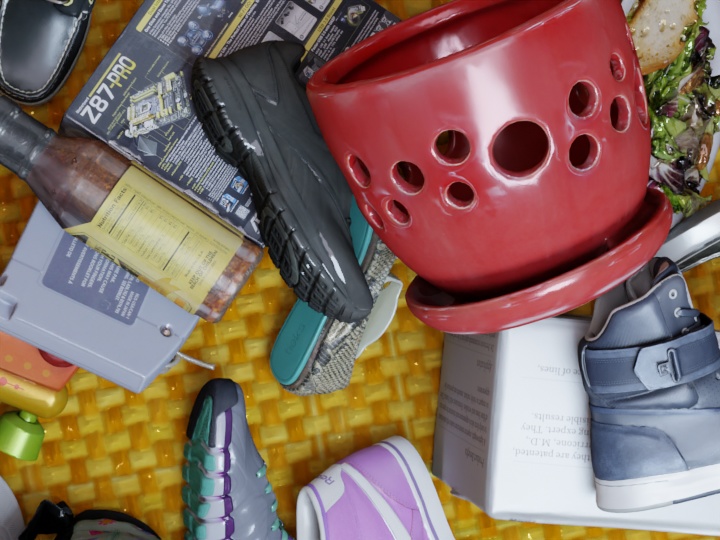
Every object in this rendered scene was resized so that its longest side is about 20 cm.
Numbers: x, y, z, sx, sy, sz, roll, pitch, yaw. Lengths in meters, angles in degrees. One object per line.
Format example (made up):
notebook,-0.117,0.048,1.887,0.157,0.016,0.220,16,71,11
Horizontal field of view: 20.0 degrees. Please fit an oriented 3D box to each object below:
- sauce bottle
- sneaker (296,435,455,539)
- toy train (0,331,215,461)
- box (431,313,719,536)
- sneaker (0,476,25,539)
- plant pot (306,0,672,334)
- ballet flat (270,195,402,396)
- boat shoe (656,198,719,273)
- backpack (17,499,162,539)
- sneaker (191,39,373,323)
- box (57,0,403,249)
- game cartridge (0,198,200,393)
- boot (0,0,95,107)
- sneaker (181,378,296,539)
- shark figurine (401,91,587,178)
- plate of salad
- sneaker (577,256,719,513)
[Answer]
sauce bottle,-0.160,-0.043,1.327,0.200,0.066,0.066,34,86,-1
sneaker,0.020,0.227,1.415,0.114,0.073,0.201,-24,84,-33
toy train,-0.213,0.080,1.396,0.200,0.085,0.116,23,98,-8
box,0.164,0.097,1.383,0.199,0.199,0.131,5,91,-8
sneaker,-0.305,0.153,1.381,0.112,0.073,0.200,0,129,23
plant pot,0.090,-0.071,1.265,0.200,0.200,0.183,-25,103,-7
ballet flat,0.000,0.000,1.406,0.075,0.068,0.200,2,122,-34
boat shoe,0.297,-0.033,1.465,0.200,0.071,0.064,-24,93,-8
backpack,-0.167,0.240,1.338,0.126,0.200,0.167,1,90,-5
sneaker,-0.033,-0.063,1.323,0.091,0.076,0.200,-24,84,-18
box,-0.085,-0.131,1.392,0.161,0.049,0.200,33,70,-6
game cartridge,-0.157,-0.018,1.374,0.133,0.041,0.200,24,54,-5
boot,-0.203,-0.213,1.351,0.073,0.154,0.204,17,88,-8
sneaker,-0.077,0.171,1.425,0.087,0.074,0.201,0,102,-18
shark figurine,0.082,-0.097,1.445,0.214,0.128,0.090,-19,59,18
plate of salad,0.219,-0.120,1.406,0.048,0.200,0.201,10,89,34
sneaker,0.231,0.057,1.253,0.202,0.077,0.147,-11,95,-7
